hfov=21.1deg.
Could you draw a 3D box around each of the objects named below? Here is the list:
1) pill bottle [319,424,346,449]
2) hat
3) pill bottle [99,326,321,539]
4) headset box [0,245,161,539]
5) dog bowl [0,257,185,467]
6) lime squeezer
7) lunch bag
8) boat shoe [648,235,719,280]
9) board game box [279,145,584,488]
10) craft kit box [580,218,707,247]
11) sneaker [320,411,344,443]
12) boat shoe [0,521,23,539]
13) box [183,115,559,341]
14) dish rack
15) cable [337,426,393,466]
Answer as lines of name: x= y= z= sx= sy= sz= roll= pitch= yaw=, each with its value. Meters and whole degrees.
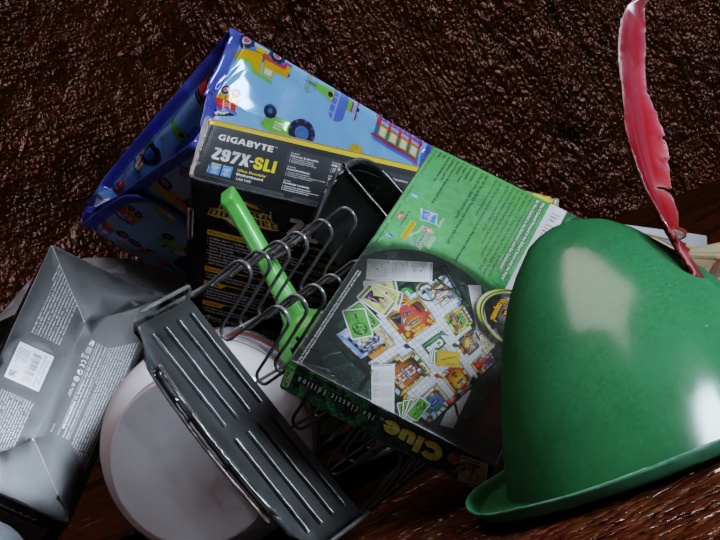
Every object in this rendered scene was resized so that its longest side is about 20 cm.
pill bottle: x=-0.069 y=0.081 z=1.390 sx=0.111 sy=0.113 sz=0.200 roll=-23 pitch=0 yaw=-30
hat: x=0.088 y=-0.013 z=0.785 sx=0.164 sy=0.177 sz=0.200 roll=-22 pitch=1 yaw=2
pill bottle: x=-0.079 y=0.090 z=1.031 sx=0.111 sy=0.113 sz=0.200 roll=-22 pitch=1 yaw=2
headset box: x=-0.198 y=0.099 z=1.139 sx=0.200 sy=0.077 sz=0.150 roll=-52 pitch=16 yaw=58
dog bowl: x=-0.154 y=0.073 z=1.272 sx=0.199 sy=0.200 sz=0.059 roll=-22 pitch=35 yaw=32
lime squeezer: x=-0.013 y=0.047 z=1.023 sx=0.038 sy=0.200 sz=0.071 roll=-40 pitch=26 yaw=4
lunch bag: x=-0.074 y=-0.037 z=1.201 sx=0.200 sy=0.150 sz=0.095 roll=-36 pitch=32 yaw=51
boat shoe: x=0.134 y=0.027 z=0.958 sx=0.072 sy=0.073 sz=0.200 roll=-21 pitch=6 yaw=-21
board game box: x=0.046 y=0.016 z=0.919 sx=0.200 sy=0.104 sz=0.024 roll=-55 pitch=-12 yaw=-51
craft kit box: x=0.101 y=0.002 z=1.301 sx=0.196 sy=0.049 sz=0.200 roll=9 pitch=-12 yaw=-18
sneaker: x=-0.059 y=0.093 z=1.196 sx=0.199 sy=0.070 sz=0.093 roll=-36 pitch=-12 yaw=-14
boat shoe: x=-0.265 y=0.195 z=1.001 sx=0.201 sy=0.075 sz=0.086 roll=-34 pitch=3 yaw=-25
box: x=0.000 y=0.000 z=1.093 sx=0.198 sy=0.050 sz=0.160 roll=13 pitch=-36 yaw=2
dish rack: x=-0.011 y=0.040 z=0.928 sx=0.055 sy=0.154 sz=0.200 roll=-46 pitch=-9 yaw=35
cable: x=0.046 y=0.085 z=1.236 sx=0.096 sy=0.051 sz=0.200 roll=-15 pitch=15 yaw=14
